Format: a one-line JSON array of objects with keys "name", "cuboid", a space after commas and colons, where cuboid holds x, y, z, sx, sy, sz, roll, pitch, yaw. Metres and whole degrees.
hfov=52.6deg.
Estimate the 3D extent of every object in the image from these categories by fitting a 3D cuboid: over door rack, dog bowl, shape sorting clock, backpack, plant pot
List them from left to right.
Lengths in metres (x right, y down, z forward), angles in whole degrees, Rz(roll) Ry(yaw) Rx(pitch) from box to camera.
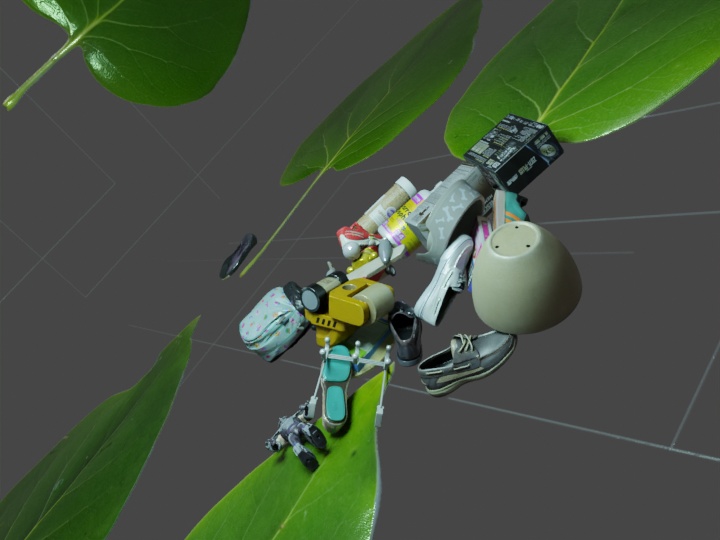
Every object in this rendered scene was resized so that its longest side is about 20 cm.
[{"name": "backpack", "cuboid": [-0.213, 0.133, 1.891, 0.200, 0.127, 0.167, -44, 28, 2]}, {"name": "over door rack", "cuboid": [-0.015, 0.211, 1.457, 0.145, 0.067, 0.201, 8, 37, 3]}, {"name": "shape sorting clock", "cuboid": [0.001, 0.160, 1.631, 0.198, 0.039, 0.201, -24, 33, 17]}, {"name": "dog bowl", "cuboid": [0.199, -0.093, 1.569, 0.058, 0.201, 0.201, 30, 68, 20]}, {"name": "plant pot", "cuboid": [0.285, -0.008, 1.295, 0.198, 0.135, 0.202, -14, 41, 12]}]

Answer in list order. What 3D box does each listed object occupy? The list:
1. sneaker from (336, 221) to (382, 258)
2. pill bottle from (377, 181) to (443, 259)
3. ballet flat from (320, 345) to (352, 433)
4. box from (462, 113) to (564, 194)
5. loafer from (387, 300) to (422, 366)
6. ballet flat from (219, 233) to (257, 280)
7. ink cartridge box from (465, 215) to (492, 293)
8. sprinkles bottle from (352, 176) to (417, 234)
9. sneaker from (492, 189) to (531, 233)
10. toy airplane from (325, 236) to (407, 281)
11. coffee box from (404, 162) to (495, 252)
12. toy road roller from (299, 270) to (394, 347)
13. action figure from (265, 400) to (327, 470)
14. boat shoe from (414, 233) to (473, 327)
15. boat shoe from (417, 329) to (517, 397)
[{"name": "sneaker", "cuboid": [0.009, -0.085, 1.866, 0.077, 0.086, 0.199, -38, -17, 25]}, {"name": "pill bottle", "cuboid": [0.146, -0.127, 1.801, 0.200, 0.104, 0.104, -41, 25, 3]}, {"name": "ballet flat", "cuboid": [-0.056, 0.251, 1.524, 0.068, 0.067, 0.202, 101, 177, -45]}, {"name": "box", "cuboid": [0.362, -0.279, 1.746, 0.163, 0.086, 0.200, -42, 24, 1]}, {"name": "loafer", "cuboid": [0.093, 0.115, 1.522, 0.071, 0.064, 0.201, -13, 32, 3]}, {"name": "ballet flat", "cuboid": [-0.433, -0.044, 2.611, 0.066, 0.057, 0.201, 26, 73, 34]}, {"name": "ink cartridge box", "cuboid": [0.249, -0.023, 1.511, 0.201, 0.037, 0.096, -89, 13, -56]}, {"name": "sprinkles bottle", "cuboid": [0.069, -0.169, 2.027, 0.200, 0.068, 0.068, -45, 25, -4]}, {"name": "sneaker", "cuboid": [0.317, -0.081, 1.513, 0.079, 0.072, 0.202, 5, 60, 2]}, {"name": "toy airplane", "cuboid": [0.000, 0.000, 1.723, 0.199, 0.142, 0.199, -37, 12, -16]}, {"name": "coffee box", "cuboid": [0.217, -0.139, 1.706, 0.200, 0.115, 0.080, -43, 23, -5]}, {"name": "toy road roller", "cuboid": [-0.029, 0.096, 1.576, 0.198, 0.148, 0.122, 12, 25, 32]}, {"name": "action figure", "cuboid": [-0.132, 0.336, 1.516, 0.131, 0.069, 0.199, -53, 23, -11]}, {"name": "boat shoe", "cuboid": [0.190, 0.026, 1.516, 0.067, 0.073, 0.202, 35, 102, 36]}, {"name": "boat shoe", "cuboid": [0.190, 0.157, 1.317, 0.199, 0.073, 0.075, -35, 26, 16]}]
